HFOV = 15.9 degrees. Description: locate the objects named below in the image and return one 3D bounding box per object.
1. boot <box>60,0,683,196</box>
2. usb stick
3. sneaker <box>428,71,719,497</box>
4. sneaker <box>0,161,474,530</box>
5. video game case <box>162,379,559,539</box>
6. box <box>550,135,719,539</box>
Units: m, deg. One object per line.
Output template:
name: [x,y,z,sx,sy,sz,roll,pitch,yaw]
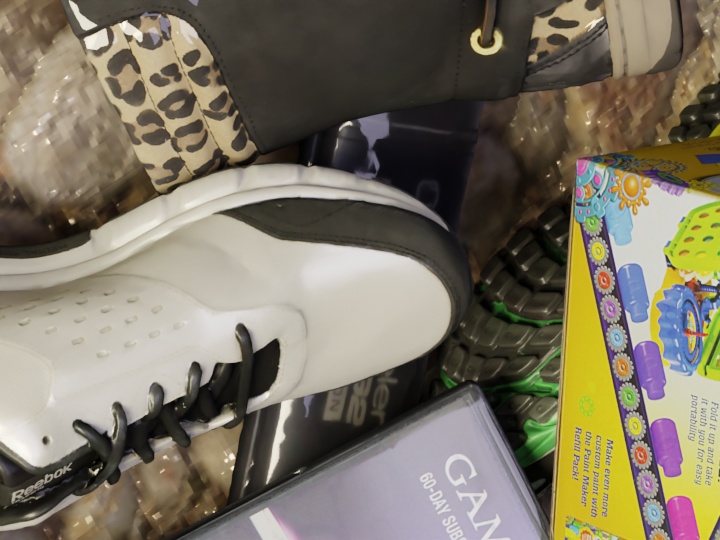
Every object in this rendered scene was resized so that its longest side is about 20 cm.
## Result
boot: [-0.012,-0.118,0.646,0.150,0.073,0.200,-19,120,4]
usb stick: [0.000,0.000,0.734,0.055,0.033,0.201,6,100,-35]
sneaker: [0.106,0.009,0.767,0.200,0.078,0.085,-37,118,-16]
sneaker: [-0.064,0.029,0.656,0.199,0.080,0.074,-11,134,-12]
video game case: [-0.024,0.139,0.709,0.200,0.019,0.143,-28,95,-3]
box: [0.188,0.035,0.675,0.200,0.192,0.122,-11,110,-40]
